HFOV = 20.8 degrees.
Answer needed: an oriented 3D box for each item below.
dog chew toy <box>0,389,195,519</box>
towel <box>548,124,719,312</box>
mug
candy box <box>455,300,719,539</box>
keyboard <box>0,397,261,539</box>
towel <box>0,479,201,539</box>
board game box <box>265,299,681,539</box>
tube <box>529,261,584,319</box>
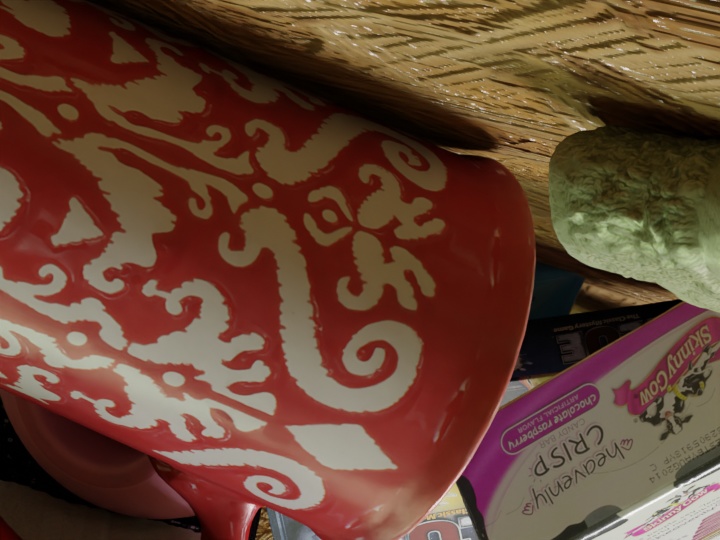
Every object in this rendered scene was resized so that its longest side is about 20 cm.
[{"bbox_3d":[-0.055,0.013,0.767,0.123,0.126,0.200,16,-155,18],"label":"dog chew toy"},{"bbox_3d":[0.152,0.011,0.517,0.148,0.037,0.199,14,174,42],"label":"towel"},{"bbox_3d":[-0.070,0.009,0.581,0.199,0.179,0.133,24,160,-25],"label":"mug"},{"bbox_3d":[0.134,0.073,0.768,0.136,0.061,0.200,-31,157,17],"label":"candy box"},{"bbox_3d":[-0.131,0.060,0.776,0.198,0.040,0.104,18,-147,-7],"label":"keyboard"},{"bbox_3d":[-0.092,0.123,0.651,0.131,0.035,0.200,17,-169,-8],"label":"towel"},{"bbox_3d":[0.054,0.081,0.885,0.198,0.035,0.136,-8,138,2],"label":"board game box"},{"bbox_3d":[0.000,0.000,0.918,0.198,0.078,0.051,19,-139,0],"label":"tube"}]
